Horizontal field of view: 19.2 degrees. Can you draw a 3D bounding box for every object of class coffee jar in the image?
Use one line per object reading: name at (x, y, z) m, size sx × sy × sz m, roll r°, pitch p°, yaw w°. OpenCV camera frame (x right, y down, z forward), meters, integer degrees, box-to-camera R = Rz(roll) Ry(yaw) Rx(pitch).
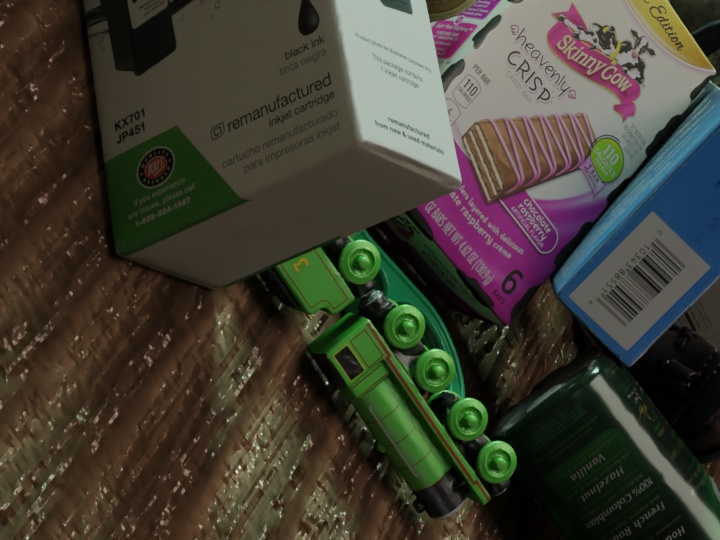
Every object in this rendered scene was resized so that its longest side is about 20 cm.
coffee jar at (0.162, 0.142, 1.179) m, size 0.200 × 0.085 × 0.104 m, roll 52°, pitch 8°, yaw 2°

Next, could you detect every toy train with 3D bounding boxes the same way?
toy train at (0.009, 0.044, 1.073) m, size 0.056 × 0.042 × 0.200 m, roll -38°, pitch 108°, yaw -14°

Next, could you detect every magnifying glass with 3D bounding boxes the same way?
magnifying glass at (0.000, 0.000, 1.127) m, size 0.200 × 0.022 × 0.080 m, roll 64°, pitch 30°, yaw -12°

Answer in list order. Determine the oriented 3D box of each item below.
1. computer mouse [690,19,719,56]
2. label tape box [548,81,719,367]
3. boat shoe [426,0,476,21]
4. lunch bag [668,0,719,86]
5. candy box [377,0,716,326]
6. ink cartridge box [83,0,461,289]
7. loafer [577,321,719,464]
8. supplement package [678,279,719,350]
computer mouse at (0.193, -0.083, 1.337) m, size 0.046 × 0.200 × 0.141 m, roll 21°, pitch 46°, yaw -35°
label tape box at (0.174, -0.037, 1.235) m, size 0.063 × 0.144 × 0.200 m, roll 43°, pitch 9°, yaw -7°
boat shoe at (0.009, -0.228, 1.121) m, size 0.066 × 0.074 × 0.200 m, roll 87°, pitch -21°, yaw -85°
lunch bag at (0.298, -0.264, 1.704) m, size 0.200 × 0.118 × 0.164 m, roll 62°, pitch 29°, yaw 2°
candy box at (0.090, -0.088, 1.180) m, size 0.200 × 0.061 × 0.136 m, roll -51°, pitch 122°, yaw -15°
ink cartridge box at (-0.049, -0.113, 0.991) m, size 0.083 × 0.147 × 0.200 m, roll 20°, pitch 53°, yaw -52°
loafer at (0.176, 0.061, 1.272) m, size 0.063 × 0.072 × 0.200 m, roll 41°, pitch 0°, yaw -15°
supplement package at (0.289, -0.007, 1.424) m, size 0.151 × 0.200 × 0.152 m, roll 60°, pitch 30°, yaw -13°
